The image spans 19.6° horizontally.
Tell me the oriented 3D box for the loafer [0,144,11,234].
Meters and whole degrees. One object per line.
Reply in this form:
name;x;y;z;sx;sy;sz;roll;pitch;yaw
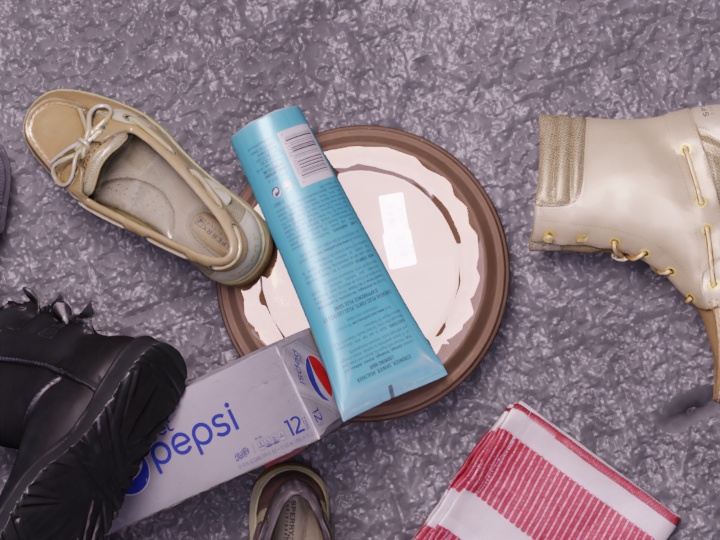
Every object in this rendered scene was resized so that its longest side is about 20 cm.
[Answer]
loafer;-0.286;0.004;1.407;0.072;0.063;0.201;12;95;-39

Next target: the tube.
tube;-0.020;-0.008;1.352;0.077;0.050;0.201;-24;83;-13

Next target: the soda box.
soda box;-0.110;0.110;1.363;0.199;0.063;0.069;-27;89;22

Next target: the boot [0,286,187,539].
boot;-0.215;0.104;1.332;0.162;0.073;0.199;12;59;41

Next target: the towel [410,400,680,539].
towel;0.103;0.207;1.403;0.144;0.023;0.200;36;93;1

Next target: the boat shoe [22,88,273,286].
boat shoe;-0.148;-0.059;1.374;0.200;0.063;0.073;38;94;17

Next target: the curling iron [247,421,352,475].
curling iron;-0.005;0.079;1.403;0.199;0.026;0.050;-26;93;3

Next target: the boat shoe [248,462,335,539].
boat shoe;-0.046;0.232;1.385;0.073;0.065;0.201;-6;97;0

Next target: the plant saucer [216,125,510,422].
plant saucer;0.000;0.000;1.386;0.199;0.029;0.201;-1;82;5

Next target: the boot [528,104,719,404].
boot;0.188;-0.008;1.368;0.154;0.073;0.201;-2;89;3
